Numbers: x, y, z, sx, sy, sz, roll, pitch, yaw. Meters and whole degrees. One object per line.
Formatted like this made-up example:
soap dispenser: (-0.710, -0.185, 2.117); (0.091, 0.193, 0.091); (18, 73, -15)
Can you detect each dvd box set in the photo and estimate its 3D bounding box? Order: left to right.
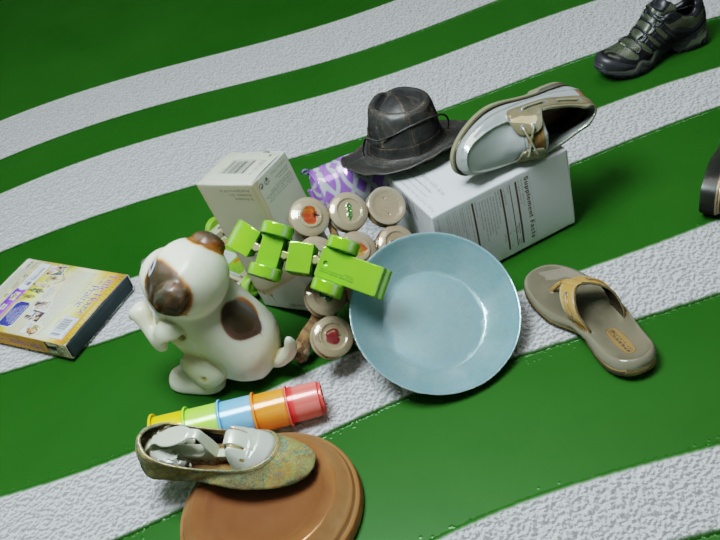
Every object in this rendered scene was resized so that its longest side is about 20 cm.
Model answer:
dvd box set: (-0.439, 0.049, 1.360); (0.199, 0.029, 0.146); (7, 45, 28)

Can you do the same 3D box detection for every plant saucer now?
plant saucer: (-0.097, 0.245, 1.009); (0.199, 0.038, 0.201); (-9, 40, 8)
plant saucer: (0.085, 0.053, 1.125); (0.200, 0.039, 0.202); (1, 67, -3)

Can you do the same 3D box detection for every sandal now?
sandal: (0.262, 0.044, 1.101); (0.080, 0.054, 0.200); (-27, 41, -12)

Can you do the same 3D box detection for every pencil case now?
pencil case: (0.020, -0.139, 1.384); (0.199, 0.084, 0.085); (-22, 3, -7)

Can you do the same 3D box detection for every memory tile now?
memory tile: (0.000, 0.000, 1.158); (0.153, 0.017, 0.201); (-7, 77, -18)

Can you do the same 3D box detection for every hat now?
hat: (0.050, -0.196, 1.275); (0.200, 0.081, 0.201); (-17, 22, 7)

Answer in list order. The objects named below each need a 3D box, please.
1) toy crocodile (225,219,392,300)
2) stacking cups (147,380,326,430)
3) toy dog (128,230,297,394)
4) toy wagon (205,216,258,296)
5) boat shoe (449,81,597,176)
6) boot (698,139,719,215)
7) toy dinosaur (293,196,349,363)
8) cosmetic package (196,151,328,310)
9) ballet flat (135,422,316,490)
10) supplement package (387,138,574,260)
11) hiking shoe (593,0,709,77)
toy crocodile: (-0.062, -0.011, 1.107); (0.199, 0.062, 0.068); (15, 85, 10)
stacking cups: (-0.138, 0.173, 1.097); (0.199, 0.061, 0.061); (-12, 40, 1)
toy dog: (-0.185, 0.049, 1.128); (0.193, 0.200, 0.140); (18, 59, 36)
toy wagon: (-0.163, -0.033, 1.352); (0.155, 0.040, 0.200); (20, 51, 36)
boat shoe: (0.199, -0.171, 1.168); (0.200, 0.075, 0.068); (-33, 37, -20)
boot: (0.521, -0.137, 1.215); (0.138, 0.078, 0.200); (14, 62, 26)
toy dinosaur: (-0.030, 0.020, 1.171); (0.060, 0.106, 0.201); (-1, 74, 66)
cosmetic package: (-0.109, -0.049, 1.215); (0.103, 0.200, 0.073); (4, 42, 41)
ballet flat: (-0.148, 0.190, 1.011); (0.199, 0.071, 0.071); (-1, 42, 18)
supplement package: (0.157, -0.092, 1.244); (0.200, 0.120, 0.121); (-27, 39, -13)
hiking shoe: (0.442, -0.371, 1.481); (0.200, 0.101, 0.076); (-26, 40, -11)
